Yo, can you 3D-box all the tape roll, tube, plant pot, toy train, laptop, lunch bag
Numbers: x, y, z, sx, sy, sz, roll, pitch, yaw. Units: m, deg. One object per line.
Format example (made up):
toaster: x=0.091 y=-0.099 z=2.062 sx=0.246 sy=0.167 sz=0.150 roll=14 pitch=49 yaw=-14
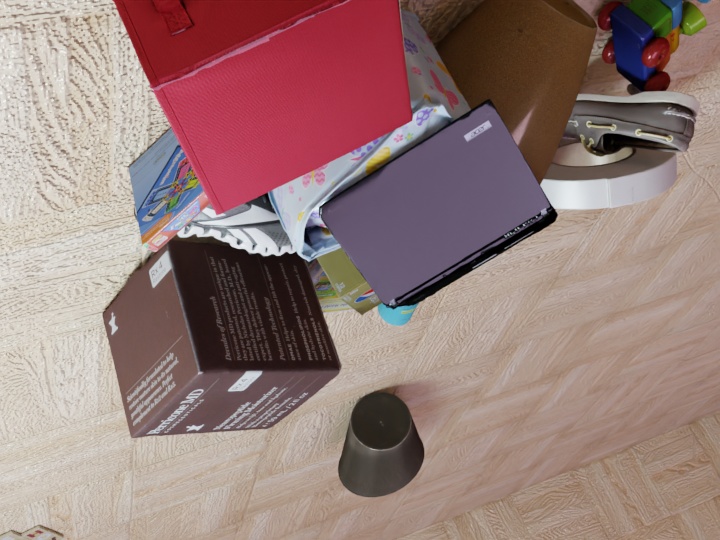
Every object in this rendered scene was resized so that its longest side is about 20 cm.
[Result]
tape roll: x=0.276 y=-0.123 z=1.180 sx=0.201 sy=0.203 sz=0.037 roll=-16 pitch=113 yaw=-20
tube: x=0.077 y=-0.003 z=1.320 sx=0.077 sy=0.050 sz=0.201 roll=-30 pitch=158 yaw=-37
plant pot: x=0.140 y=-0.179 z=0.973 sx=0.185 sy=0.187 sz=0.201 roll=2 pitch=132 yaw=-45
toy train: x=0.343 y=-0.256 z=1.119 sx=0.116 sy=0.085 sz=0.200 roll=-41 pitch=154 yaw=0
laptop: x=0.080 y=-0.051 z=0.909 sx=0.176 sy=0.104 sz=0.200 roll=-31 pitch=173 yaw=12
lunch bag: x=-0.010 y=-0.131 z=0.904 sx=0.200 sy=0.171 sz=0.127 roll=-39 pitch=147 yaw=22

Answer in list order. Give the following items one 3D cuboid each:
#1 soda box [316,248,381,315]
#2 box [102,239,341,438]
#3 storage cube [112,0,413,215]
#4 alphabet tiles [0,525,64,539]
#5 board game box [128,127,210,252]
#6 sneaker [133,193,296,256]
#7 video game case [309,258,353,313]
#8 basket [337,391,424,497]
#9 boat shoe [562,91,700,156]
soda box: x=0.000 y=0.000 z=1.139 sx=0.064 sy=0.068 sz=0.200 roll=-31 pitch=170 yaw=3
box: x=-0.162 y=0.082 z=1.143 sx=0.198 sy=0.166 sz=0.166 roll=4 pitch=147 yaw=-42
storage cube: x=-0.078 y=-0.183 z=0.743 sx=0.178 sy=0.172 sz=0.200 roll=-26 pitch=154 yaw=-4
alphabet tiles: x=-0.616 y=0.490 z=1.682 sx=0.198 sy=0.008 sz=0.168 roll=-25 pitch=154 yaw=-2
board game box: x=-0.134 y=-0.115 z=0.894 sx=0.199 sy=0.104 sz=0.019 roll=-37 pitch=139 yaw=22
sneaker: x=-0.122 y=-0.071 z=0.998 sx=0.198 sy=0.067 sz=0.091 roll=9 pitch=127 yaw=-23
video game case: x=0.003 y=-0.002 z=1.311 sx=0.199 sy=0.023 sz=0.182 roll=-4 pitch=147 yaw=-49
basket: x=0.037 y=0.320 z=1.842 sx=0.179 sy=0.137 sz=0.201 roll=-25 pitch=151 yaw=-12
boat shoe: x=0.288 y=-0.164 z=1.132 sx=0.198 sy=0.060 sz=0.072 roll=5 pitch=169 yaw=42
